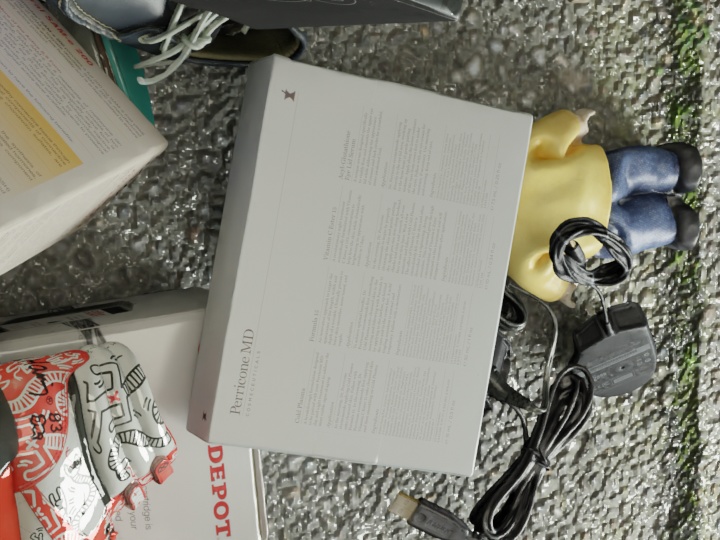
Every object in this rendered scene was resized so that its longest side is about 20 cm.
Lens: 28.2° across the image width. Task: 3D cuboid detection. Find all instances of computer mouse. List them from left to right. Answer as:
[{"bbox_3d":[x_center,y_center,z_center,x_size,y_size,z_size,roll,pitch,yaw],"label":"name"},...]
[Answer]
[{"bbox_3d":[0.037,0.079,0.870,0.200,0.046,0.141,33,74,-16],"label":"computer mouse"},{"bbox_3d":[0.146,0.021,0.884,0.059,0.034,0.200,-22,144,4],"label":"computer mouse"}]

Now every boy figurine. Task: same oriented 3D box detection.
[{"bbox_3d":[0.117,-0.037,0.891,0.200,0.064,0.125,-5,100,-22],"label":"boy figurine"}]

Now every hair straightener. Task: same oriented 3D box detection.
[{"bbox_3d":[0.051,0.000,0.819,0.077,0.041,0.200,-38,98,14],"label":"hair straightener"}]

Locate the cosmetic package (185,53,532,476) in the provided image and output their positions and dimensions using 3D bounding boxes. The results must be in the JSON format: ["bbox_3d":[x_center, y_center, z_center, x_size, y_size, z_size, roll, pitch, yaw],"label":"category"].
[{"bbox_3d":[0.000,0.000,0.762,0.151,0.052,0.200,11,88,-23],"label":"cosmetic package"}]

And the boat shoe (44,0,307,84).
[{"bbox_3d":[-0.090,-0.134,0.729,0.075,0.200,0.062,-38,77,18],"label":"boat shoe"}]

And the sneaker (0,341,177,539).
[{"bbox_3d":[-0.139,0.133,0.711,0.108,0.067,0.202,-19,116,-34],"label":"sneaker"}]

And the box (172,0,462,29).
[{"bbox_3d":[-0.031,-0.216,0.614,0.124,0.148,0.200,10,90,-42],"label":"box"}]

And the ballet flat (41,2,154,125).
[{"bbox_3d":[-0.161,-0.154,0.762,0.064,0.067,0.200,-11,103,6],"label":"ballet flat"}]

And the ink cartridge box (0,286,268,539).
[{"bbox_3d":[-0.162,0.097,0.778,0.200,0.083,0.147,-9,101,-22],"label":"ink cartridge box"}]

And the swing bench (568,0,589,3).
[{"bbox_3d":[0.081,-0.243,0.774,0.199,0.200,0.130,-6,75,-31],"label":"swing bench"}]

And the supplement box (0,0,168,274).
[{"bbox_3d":[-0.186,-0.060,0.640,0.074,0.200,0.126,-41,92,23],"label":"supplement box"}]
